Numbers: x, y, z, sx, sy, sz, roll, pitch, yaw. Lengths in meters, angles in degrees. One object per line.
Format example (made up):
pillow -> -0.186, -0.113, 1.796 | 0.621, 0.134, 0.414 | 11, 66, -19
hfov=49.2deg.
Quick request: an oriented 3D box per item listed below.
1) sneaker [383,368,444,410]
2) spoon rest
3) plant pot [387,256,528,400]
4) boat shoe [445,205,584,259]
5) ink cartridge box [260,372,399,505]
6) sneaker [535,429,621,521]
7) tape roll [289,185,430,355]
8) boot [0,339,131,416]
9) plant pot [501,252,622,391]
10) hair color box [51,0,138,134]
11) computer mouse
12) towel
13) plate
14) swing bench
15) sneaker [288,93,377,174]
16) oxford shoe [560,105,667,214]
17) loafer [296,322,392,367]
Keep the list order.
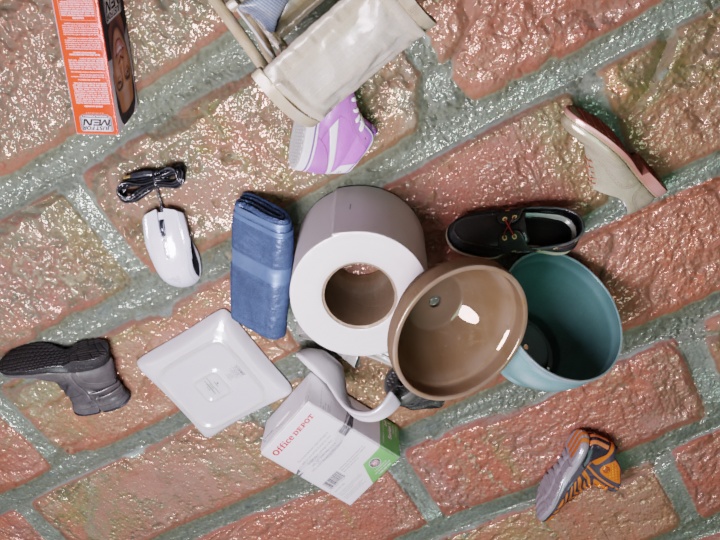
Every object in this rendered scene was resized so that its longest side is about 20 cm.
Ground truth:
sneaker -> 0.132, 0.153, 1.271 | 0.198, 0.076, 0.115 | -40, 150, -3
spoon rest -> -0.031, 0.181, 1.238 | 0.061, 0.197, 0.100 | -53, 140, -16
plant pot -> 0.116, 0.063, 1.045 | 0.196, 0.093, 0.206 | -11, 120, -18
boat shoe -> 0.221, -0.059, 1.128 | 0.195, 0.076, 0.063 | 0, 162, -4
ink cartridge box -> -0.051, 0.288, 1.342 | 0.198, 0.085, 0.146 | 35, 116, -18
sneaker -> 0.393, 0.379, 1.392 | 0.109, 0.078, 0.203 | 19, 120, -9
tape roll -> 0.000, 0.000, 1.138 | 0.196, 0.140, 0.208 | 1, 121, 1
boot -> -0.491, 0.189, 1.306 | 0.194, 0.071, 0.134 | -2, 126, 7
plant pot -> 0.270, 0.095, 1.175 | 0.195, 0.204, 0.135 | 19, 146, -10
hair color box -> -0.335, -0.287, 0.996 | 0.059, 0.102, 0.205 | 1, 122, 0
computer mouse -> -0.286, -0.054, 1.168 | 0.106, 0.044, 0.204 | -9, 120, 5
towel -> -0.144, -0.004, 1.167 | 0.110, 0.048, 0.205 | 27, 124, 31
plate -> -0.244, 0.185, 1.316 | 0.197, 0.033, 0.201 | -29, 116, 17
swing bench -> -0.050, -0.310, 0.913 | 0.197, 0.129, 0.203 | -35, 81, 19
sneaker -> -0.024, -0.228, 1.055 | 0.111, 0.073, 0.205 | 4, 118, -24
oxford shoe -> 0.337, -0.147, 1.085 | 0.198, 0.071, 0.074 | 37, 118, -19
loafer -> -0.010, 0.115, 1.227 | 0.194, 0.072, 0.070 | 8, 166, 14
